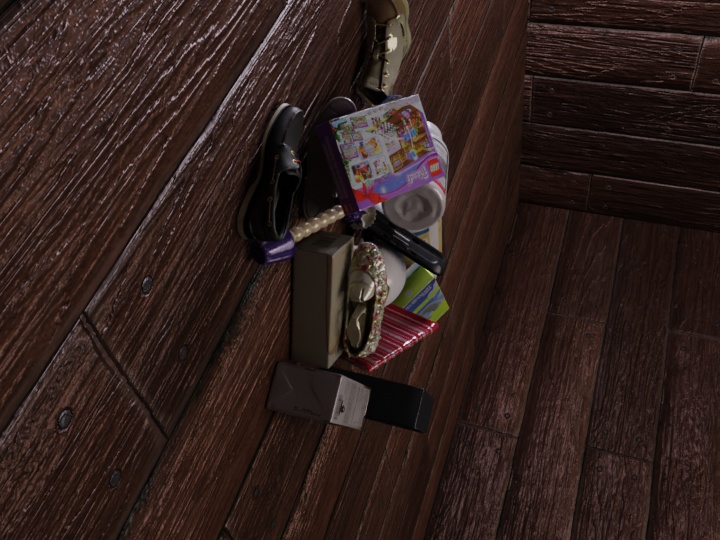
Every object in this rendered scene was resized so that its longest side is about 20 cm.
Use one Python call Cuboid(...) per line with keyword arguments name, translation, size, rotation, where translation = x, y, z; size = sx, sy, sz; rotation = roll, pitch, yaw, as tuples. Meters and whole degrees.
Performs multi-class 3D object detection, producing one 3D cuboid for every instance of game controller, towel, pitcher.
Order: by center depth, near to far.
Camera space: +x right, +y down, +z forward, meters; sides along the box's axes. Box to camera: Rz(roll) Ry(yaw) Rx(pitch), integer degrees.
Cuboid(name="towel", translation=(0.030, 0.116, 1.394), size=(0.199, 0.144, 0.023), rotation=(-27, 126, -41))
Cuboid(name="pitcher", translation=(0.000, 0.000, 1.407), size=(0.200, 0.120, 0.173), rotation=(-40, 119, -54))
Cuboid(name="game controller", translation=(0.072, -0.055, 1.448), size=(0.042, 0.199, 0.104), rotation=(-57, -179, 22))

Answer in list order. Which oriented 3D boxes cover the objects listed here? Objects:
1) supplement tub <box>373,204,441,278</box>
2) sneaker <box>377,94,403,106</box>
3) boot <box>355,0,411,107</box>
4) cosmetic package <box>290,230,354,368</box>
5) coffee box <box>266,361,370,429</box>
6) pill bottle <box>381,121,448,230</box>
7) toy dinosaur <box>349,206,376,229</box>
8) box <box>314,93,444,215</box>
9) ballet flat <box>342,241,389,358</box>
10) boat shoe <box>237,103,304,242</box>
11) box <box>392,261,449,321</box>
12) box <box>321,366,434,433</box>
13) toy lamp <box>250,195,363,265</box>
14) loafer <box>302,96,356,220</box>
Cuboid(name="supplement tub", translation=(0.097, -0.066, 1.604), size=(0.201, 0.143, 0.145), rotation=(84, 24, -43))
Cuboid(name="sneaker", translation=(0.034, -0.235, 1.290), size=(0.201, 0.075, 0.079), rotation=(-58, -179, -38))
Cuboid(name="boot", translation=(0.033, -0.386, 1.337), size=(0.200, 0.071, 0.156), rotation=(58, 47, -66))
Cuboid(name="cosmetic package", translation=(-0.063, 0.047, 1.278), size=(0.104, 0.072, 0.202), rotation=(-47, 143, -61))
Cuboid(name="coffee box", translation=(-0.065, 0.214, 1.301), size=(0.200, 0.113, 0.080), rotation=(47, 55, -70))
Cuboid(name="pill bottle", translation=(0.099, -0.175, 1.360), size=(0.201, 0.110, 0.111), rotation=(-80, 168, -45))
Cuboid(name="toy dinosaur", translation=(-0.002, -0.138, 1.313), size=(0.077, 0.101, 0.201), rotation=(80, 27, -50))
Cuboid(name="box", translation=(0.034, -0.179, 1.177), size=(0.199, 0.039, 0.138), rotation=(-25, 99, -39))
Cuboid(name="ballet flat", translation=(0.005, 0.056, 1.262), size=(0.064, 0.075, 0.202), rotation=(-35, 130, -57))
Cuboid(name="boat shoe", translation=(-0.107, -0.132, 1.051), size=(0.074, 0.063, 0.203), rotation=(54, 47, -63))
Cuboid(name="box", translation=(0.111, 0.070, 1.583), size=(0.122, 0.048, 0.200), rotation=(-45, 152, -5))
Cuboid(name="box", translation=(0.029, 0.247, 1.472), size=(0.141, 0.198, 0.080), rotation=(44, 59, -71))
Cuboid(name="toy lamp", translation=(-0.078, -0.063, 1.120), size=(0.200, 0.058, 0.059), rotation=(-34, 135, -42))
Cuboid(name="loafer", translation=(-0.051, -0.172, 1.218), size=(0.063, 0.071, 0.202), rotation=(-78, -178, -80))
